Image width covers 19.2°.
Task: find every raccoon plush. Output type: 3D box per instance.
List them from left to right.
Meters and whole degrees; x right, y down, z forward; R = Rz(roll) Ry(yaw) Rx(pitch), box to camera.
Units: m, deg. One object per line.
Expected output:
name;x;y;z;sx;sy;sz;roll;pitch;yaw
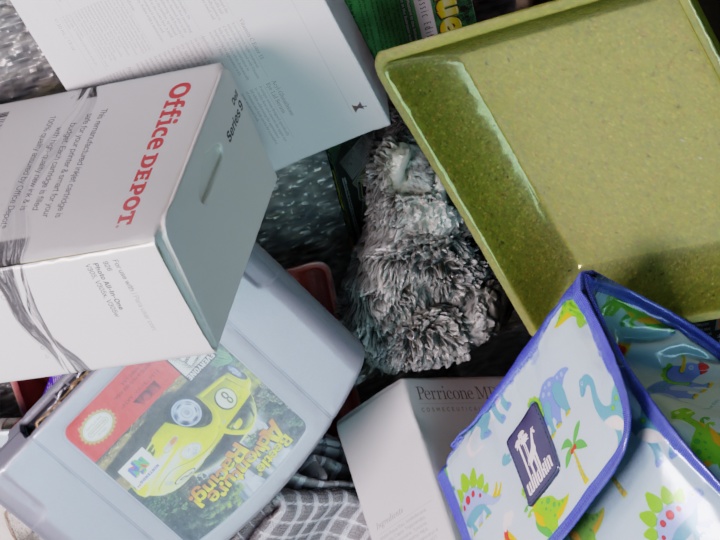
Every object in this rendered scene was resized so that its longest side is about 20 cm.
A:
raccoon plush;0.000;0.000;1.215;0.200;0.097;0.134;-40;118;-2

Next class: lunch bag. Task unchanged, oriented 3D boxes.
lunch bag;0.147;0.123;1.140;0.127;0.200;0.170;-21;151;-48

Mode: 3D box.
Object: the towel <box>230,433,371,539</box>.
towel;-0.037;0.200;1.325;0.165;0.086;0.200;18;115;-27

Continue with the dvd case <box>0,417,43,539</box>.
dvd case;-0.256;0.157;1.236;0.199;0.022;0.147;-4;108;19

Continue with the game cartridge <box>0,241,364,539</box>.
game cartridge;-0.098;0.083;1.177;0.200;0.041;0.133;-46;118;0

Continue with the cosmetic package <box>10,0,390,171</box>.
cosmetic package;-0.091;-0.137;1.144;0.150;0.052;0.200;-20;126;13

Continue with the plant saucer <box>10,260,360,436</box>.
plant saucer;-0.100;0.093;1.312;0.199;0.037;0.201;-16;124;-6

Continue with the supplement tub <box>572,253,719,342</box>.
supplement tub;0.164;0.003;1.259;0.122;0.123;0.201;-1;100;-16

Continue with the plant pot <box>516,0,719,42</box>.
plant pot;0.209;-0.161;1.147;0.200;0.175;0.201;21;136;21

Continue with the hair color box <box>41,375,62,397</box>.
hair color box;-0.135;0.104;1.248;0.109;0.065;0.200;13;118;-22

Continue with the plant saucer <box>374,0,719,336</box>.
plant saucer;0.134;-0.063;1.121;0.200;0.048;0.200;-11;119;42

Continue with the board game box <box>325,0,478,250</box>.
board game box;0.027;-0.091;1.241;0.104;0.023;0.200;-17;125;-3

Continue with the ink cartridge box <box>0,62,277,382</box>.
ink cartridge box;-0.159;-0.020;1.111;0.199;0.146;0.084;-8;130;22

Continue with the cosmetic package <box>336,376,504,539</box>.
cosmetic package;0.068;0.164;1.254;0.101;0.201;0.074;1;152;-41
